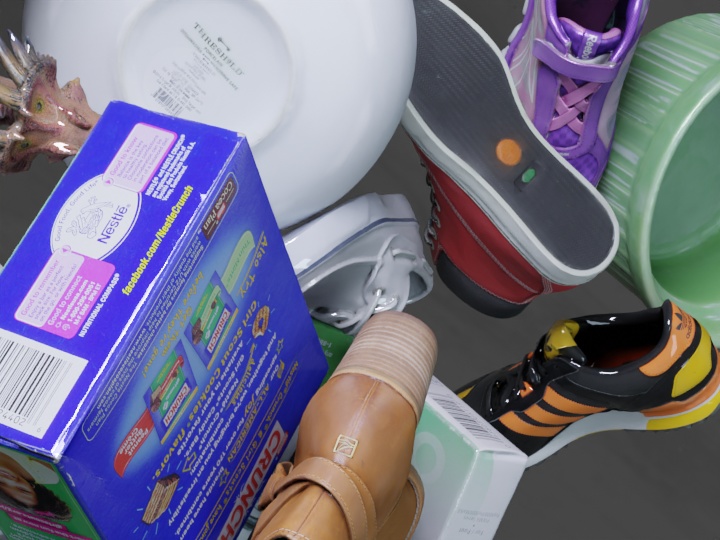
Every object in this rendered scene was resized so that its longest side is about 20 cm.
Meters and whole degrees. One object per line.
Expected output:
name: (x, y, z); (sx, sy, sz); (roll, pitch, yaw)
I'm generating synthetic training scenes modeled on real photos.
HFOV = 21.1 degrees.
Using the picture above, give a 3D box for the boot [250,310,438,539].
boot: (-0.016, 0.134, 0.948); (0.201, 0.076, 0.156); (111, 5, -45)

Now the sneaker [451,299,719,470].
sneaker: (0.119, 0.062, 1.175); (0.198, 0.070, 0.090); (-15, 136, 23)

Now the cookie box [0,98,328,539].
cookie box: (-0.098, 0.053, 0.879); (0.172, 0.075, 0.201); (-61, 156, -26)

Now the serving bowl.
serving bowl: (-0.072, -0.104, 0.939); (0.198, 0.066, 0.202); (1, 109, 2)

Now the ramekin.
ramekin: (0.224, -0.062, 1.212); (0.198, 0.098, 0.202); (-16, 122, -27)

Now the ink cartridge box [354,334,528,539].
ink cartridge box: (0.001, 0.155, 1.129); (0.050, 0.161, 0.201); (15, 105, -39)

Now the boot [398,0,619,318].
boot: (0.047, -0.062, 1.109); (0.072, 0.144, 0.201); (-38, 93, -24)

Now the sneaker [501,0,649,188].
sneaker: (0.121, -0.119, 1.103); (0.080, 0.089, 0.202); (9, 109, -6)

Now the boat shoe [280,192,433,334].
boat shoe: (0.000, 0.000, 1.041); (0.073, 0.066, 0.200); (-30, 176, 22)

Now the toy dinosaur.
toy dinosaur: (-0.211, -0.066, 0.878); (0.199, 0.135, 0.086); (-26, 127, -18)

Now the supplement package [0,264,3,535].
supplement package: (-0.263, 0.054, 0.893); (0.198, 0.156, 0.112); (-9, 118, -30)

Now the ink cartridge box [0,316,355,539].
ink cartridge box: (-0.117, 0.088, 1.062); (0.146, 0.083, 0.201); (21, 100, -40)

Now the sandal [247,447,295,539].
sandal: (-0.024, 0.112, 1.103); (0.043, 0.077, 0.200); (27, 138, -13)
